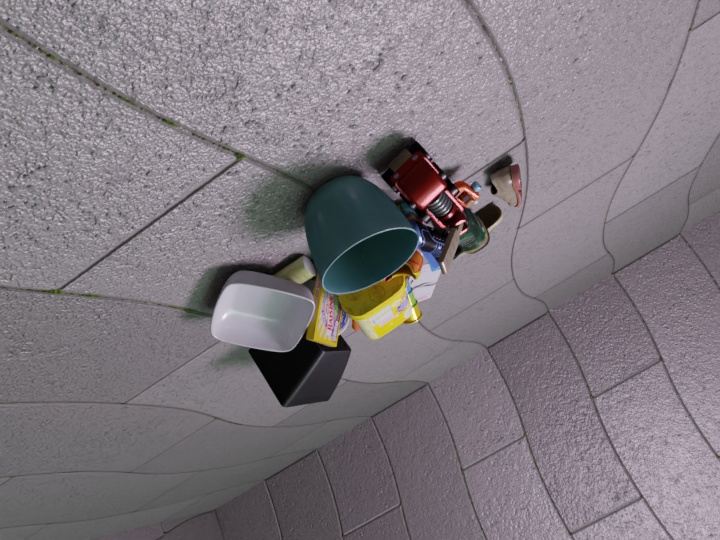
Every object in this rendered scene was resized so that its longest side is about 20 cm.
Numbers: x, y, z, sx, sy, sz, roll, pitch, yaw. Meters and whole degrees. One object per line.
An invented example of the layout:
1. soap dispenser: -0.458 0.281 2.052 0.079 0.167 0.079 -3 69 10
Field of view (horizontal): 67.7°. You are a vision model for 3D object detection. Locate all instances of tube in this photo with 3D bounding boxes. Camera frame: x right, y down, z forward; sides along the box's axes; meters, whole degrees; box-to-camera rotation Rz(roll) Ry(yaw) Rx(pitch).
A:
1. tube: -0.191 0.039 1.194 0.199 0.058 0.052 -30 -168 15

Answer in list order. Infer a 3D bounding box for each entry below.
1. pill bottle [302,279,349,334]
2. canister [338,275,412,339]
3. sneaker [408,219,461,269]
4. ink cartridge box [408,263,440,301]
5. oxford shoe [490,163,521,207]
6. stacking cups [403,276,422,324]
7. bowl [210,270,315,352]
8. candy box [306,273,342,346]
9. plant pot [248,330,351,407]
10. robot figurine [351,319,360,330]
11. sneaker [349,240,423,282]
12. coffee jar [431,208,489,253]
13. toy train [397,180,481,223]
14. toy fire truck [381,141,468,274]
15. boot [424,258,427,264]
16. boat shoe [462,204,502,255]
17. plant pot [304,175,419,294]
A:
1. pill bottle: -0.101 0.092 1.317 0.110 0.111 0.200 -29 157 2
2. canister: 0.042 0.076 1.234 0.148 0.087 0.200 -34 155 -3
3. sneaker: 0.160 -0.068 1.165 0.078 0.071 0.200 -27 152 15
4. ink cartridge box: 0.148 0.029 1.472 0.115 0.067 0.201 -17 142 -28
5. oxford shoe: 0.355 -0.205 1.311 0.074 0.071 0.200 -6 163 17
6. stacking cups: 0.101 0.042 1.375 0.060 0.061 0.201 -26 115 -6
7. bowl: -0.211 0.080 1.150 0.199 0.075 0.200 13 132 -19
8. candy box: -0.072 0.065 1.213 0.026 0.202 0.102 1 165 31
9. plant pot: -0.146 0.231 1.465 0.178 0.200 0.199 -50 150 20
10. robot figurine: 0.028 0.079 1.429 0.116 0.145 0.200 -6 156 0
11. sneaker: 0.029 -0.017 1.110 0.198 0.078 0.073 1 151 19
12. coffee jar: 0.247 -0.106 1.316 0.085 0.105 0.200 -34 155 20
13. toy train: 0.164 -0.132 1.170 0.150 0.056 0.200 30 124 -33
14. toy fire truck: 0.136 -0.112 1.002 0.129 0.200 0.176 -43 133 10
15. boot: 0.106 -0.059 1.274 0.199 0.095 0.074 -8 134 -56
16. boat shoe: 0.297 -0.095 1.439 0.200 0.073 0.063 -42 154 9
17. plant pot: -0.014 -0.079 1.010 0.199 0.162 0.201 -23 156 -11
